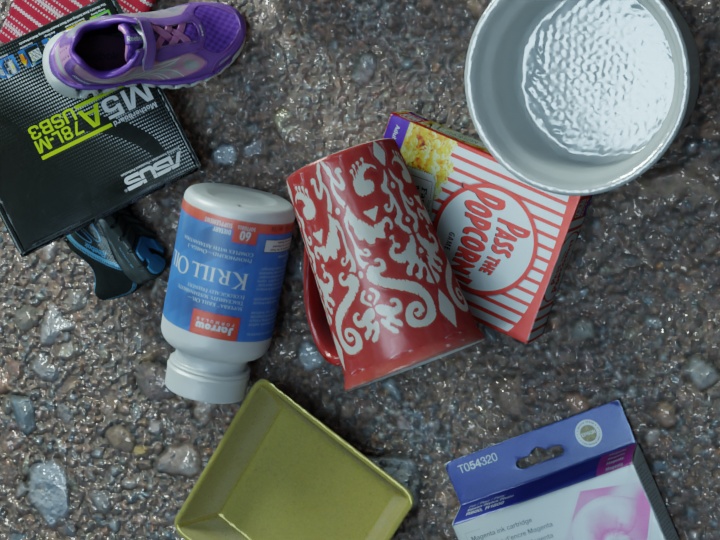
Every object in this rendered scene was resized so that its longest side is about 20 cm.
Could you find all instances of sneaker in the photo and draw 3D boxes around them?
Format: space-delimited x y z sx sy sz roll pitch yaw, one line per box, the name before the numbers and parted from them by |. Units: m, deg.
sneaker | -0.283 -0.063 1.740 0.082 0.073 0.200 -33 83 26
sneaker | -0.203 -0.216 1.630 0.200 0.088 0.081 -13 85 -14

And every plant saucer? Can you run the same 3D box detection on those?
plant saucer | -0.061 0.237 1.701 0.200 0.048 0.200 37 110 15

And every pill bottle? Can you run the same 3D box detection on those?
pill bottle | -0.134 0.023 1.665 0.112 0.112 0.201 16 104 21

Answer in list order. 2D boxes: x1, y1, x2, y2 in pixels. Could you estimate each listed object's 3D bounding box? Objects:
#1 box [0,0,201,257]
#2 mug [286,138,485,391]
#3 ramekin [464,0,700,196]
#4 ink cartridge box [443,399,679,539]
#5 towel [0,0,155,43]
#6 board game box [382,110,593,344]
box | -0.288 -0.142 1.674 0.200 0.048 0.194 -26 88 -10
mug | -0.003 0.000 1.544 0.177 0.133 0.201 -22 86 24
ramekin | 0.200 -0.169 1.492 0.200 0.098 0.201 4 99 24
ink cartridge box | 0.190 0.247 1.593 0.196 0.043 0.200 -24 89 26
towel | -0.276 -0.283 1.731 0.144 0.022 0.200 36 112 13
board game box | 0.099 -0.042 1.585 0.200 0.046 0.152 24 108 19
